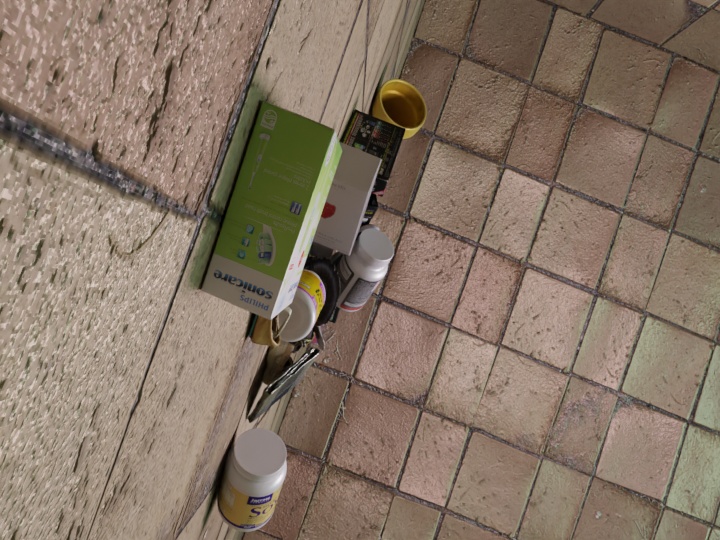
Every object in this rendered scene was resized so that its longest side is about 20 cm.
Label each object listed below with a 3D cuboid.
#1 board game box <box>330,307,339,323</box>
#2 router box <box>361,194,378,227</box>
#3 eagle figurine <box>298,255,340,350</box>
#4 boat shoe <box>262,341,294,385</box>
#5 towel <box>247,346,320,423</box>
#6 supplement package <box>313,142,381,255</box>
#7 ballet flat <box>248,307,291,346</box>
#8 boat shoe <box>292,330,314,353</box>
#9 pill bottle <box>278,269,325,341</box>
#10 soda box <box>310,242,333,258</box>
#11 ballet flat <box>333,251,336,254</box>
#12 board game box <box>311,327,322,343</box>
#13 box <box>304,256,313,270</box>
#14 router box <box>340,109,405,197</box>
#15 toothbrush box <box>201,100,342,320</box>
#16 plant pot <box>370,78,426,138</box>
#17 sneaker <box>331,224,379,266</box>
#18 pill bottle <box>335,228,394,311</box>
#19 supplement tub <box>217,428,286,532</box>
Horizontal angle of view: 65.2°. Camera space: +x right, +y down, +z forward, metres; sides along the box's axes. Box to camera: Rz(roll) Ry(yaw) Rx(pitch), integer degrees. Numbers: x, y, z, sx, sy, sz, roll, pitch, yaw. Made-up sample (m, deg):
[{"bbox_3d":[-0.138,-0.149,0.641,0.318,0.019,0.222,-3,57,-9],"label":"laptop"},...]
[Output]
[{"bbox_3d":[-0.117,0.077,1.762,0.203,0.131,0.029,110,1,-48],"label":"board game box"},{"bbox_3d":[-0.012,-0.208,1.538,0.150,0.049,0.206,123,-36,-50],"label":"router box"},{"bbox_3d":[-0.115,0.075,1.363,0.203,0.149,0.151,-54,150,-10],"label":"eagle figurine"},{"bbox_3d":[-0.208,0.242,1.444,0.203,0.063,0.073,109,1,-48],"label":"boat shoe"},{"bbox_3d":[-0.195,0.281,1.403,0.191,0.035,0.201,-37,168,-40],"label":"towel"},{"bbox_3d":[-0.042,-0.160,1.258,0.203,0.117,0.122,109,1,-49],"label":"supplement package"},{"bbox_3d":[-0.141,0.044,0.952,0.069,0.061,0.205,-71,180,-57],"label":"ballet flat"},{"bbox_3d":[-0.154,0.170,1.519,0.071,0.061,0.201,-41,180,-34],"label":"boat shoe"},{"bbox_3d":[-0.126,0.060,1.137,0.200,0.101,0.107,-72,-178,-74],"label":"pill bottle"},{"bbox_3d":[-0.083,-0.128,1.529,0.069,0.061,0.204,-74,-178,-53],"label":"soda box"},{"bbox_3d":[-0.087,-0.051,1.717,0.069,0.065,0.205,124,-25,-45],"label":"ballet flat"},{"bbox_3d":[-0.111,0.086,1.552,0.122,0.031,0.204,-105,-154,-47],"label":"board game box"},{"bbox_3d":[-0.153,0.048,1.550,0.200,0.042,0.165,-70,179,-87],"label":"box"},{"bbox_3d":[0.020,-0.301,1.434,0.063,0.145,0.204,112,-1,-56],"label":"router box"},{"bbox_3d":[-0.092,-0.064,0.637,0.146,0.083,0.206,-68,179,-87],"label":"toothbrush box"},{"bbox_3d":[0.114,-0.553,2.047,0.188,0.196,0.206,-37,-151,58],"label":"plant pot"},{"bbox_3d":[-0.011,-0.029,1.517,0.199,0.068,0.111,-42,-140,38],"label":"sneaker"},{"bbox_3d":[0.000,0.000,1.391,0.201,0.113,0.118,-55,-170,43],"label":"pill bottle"},{"bbox_3d":[-0.248,0.481,1.297,0.147,0.141,0.205,-70,180,-57],"label":"supplement tub"}]
